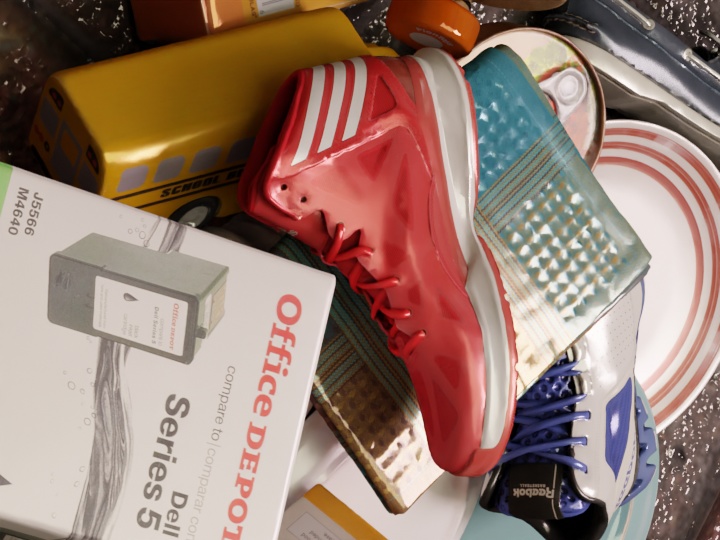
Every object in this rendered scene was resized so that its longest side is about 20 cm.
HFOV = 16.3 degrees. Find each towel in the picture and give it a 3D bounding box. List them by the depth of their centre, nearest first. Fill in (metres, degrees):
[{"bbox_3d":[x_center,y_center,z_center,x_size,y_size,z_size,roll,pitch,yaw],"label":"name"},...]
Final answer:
[{"bbox_3d":[0.043,0.002,1.226,0.200,0.022,0.147,-43,108,-26],"label":"towel"}]

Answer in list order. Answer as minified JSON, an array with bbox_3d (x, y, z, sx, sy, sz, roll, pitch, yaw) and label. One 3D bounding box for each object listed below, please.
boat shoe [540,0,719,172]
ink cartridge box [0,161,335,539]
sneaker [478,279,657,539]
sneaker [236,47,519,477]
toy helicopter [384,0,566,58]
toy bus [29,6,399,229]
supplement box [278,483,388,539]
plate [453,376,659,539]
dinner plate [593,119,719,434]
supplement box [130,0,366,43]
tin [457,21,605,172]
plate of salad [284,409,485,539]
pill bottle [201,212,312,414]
[{"bbox_3d":[0.184,-0.106,1.449,0.199,0.075,0.062,27,77,-25],"label":"boat shoe"},{"bbox_3d":[-0.125,0.045,1.076,0.199,0.084,0.146,18,75,-19],"label":"ink cartridge box"},{"bbox_3d":[0.105,0.068,1.311,0.115,0.080,0.201,-59,140,-54],"label":"sneaker"},{"bbox_3d":[0.000,0.000,1.154,0.115,0.078,0.201,-5,78,-24],"label":"sneaker"},{"bbox_3d":[0.026,-0.174,1.183,0.199,0.132,0.079,30,75,-37],"label":"toy helicopter"},{"bbox_3d":[-0.057,-0.073,1.204,0.199,0.065,0.078,-17,150,-32],"label":"toy bus"},{"bbox_3d":[-0.045,0.213,1.179,0.200,0.126,0.074,-39,143,-20],"label":"supplement box"},{"bbox_3d":[0.094,0.131,1.416,0.199,0.026,0.202,-8,106,-28],"label":"plate"},{"bbox_3d":[0.133,0.011,1.436,0.199,0.024,0.202,-7,106,-26],"label":"dinner plate"},{"bbox_3d":[-0.021,-0.166,1.272,0.199,0.066,0.069,-18,104,-38],"label":"supplement box"},{"bbox_3d":[0.043,-0.051,1.336,0.200,0.042,0.112,-38,123,-14],"label":"tin"},{"bbox_3d":[-0.009,0.128,1.303,0.199,0.048,0.201,-30,137,-32],"label":"plate of salad"},{"bbox_3d":[-0.092,0.048,1.212,0.199,0.113,0.114,-32,116,-32],"label":"pill bottle"}]
